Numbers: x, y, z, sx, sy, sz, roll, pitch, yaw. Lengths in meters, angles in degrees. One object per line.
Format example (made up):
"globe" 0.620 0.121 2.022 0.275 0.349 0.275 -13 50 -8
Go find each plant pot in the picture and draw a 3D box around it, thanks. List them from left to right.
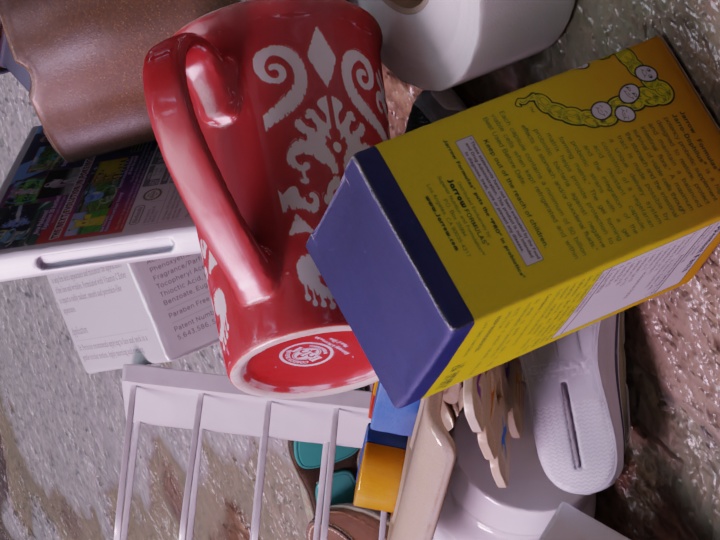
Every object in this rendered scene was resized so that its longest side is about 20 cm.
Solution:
"plant pot" -0.119 -0.170 1.579 0.200 0.197 0.201 -19 -90 -86

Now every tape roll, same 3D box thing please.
"tape roll" 0.041 -0.208 1.440 0.202 0.071 0.203 47 150 38

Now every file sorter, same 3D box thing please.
"file sorter" -0.071 0.148 1.725 0.139 0.199 0.125 104 172 -74

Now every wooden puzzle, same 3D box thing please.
"wooden puzzle" 0.029 0.067 1.516 0.186 0.046 0.201 103 173 -54

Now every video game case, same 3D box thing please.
"video game case" -0.144 -0.055 1.593 0.200 0.181 0.023 -78 -23 -61

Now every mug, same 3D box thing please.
"mug" -0.056 -0.039 1.420 0.133 0.177 0.201 -40 54 51

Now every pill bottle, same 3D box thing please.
"pill bottle" 0.089 0.163 1.615 0.114 0.113 0.200 56 155 25

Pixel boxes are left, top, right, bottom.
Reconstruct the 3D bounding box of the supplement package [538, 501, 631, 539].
"supplement package" 0.125 0.279 1.472 0.151 0.200 0.151 29 146 12

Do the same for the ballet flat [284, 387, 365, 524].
"ballet flat" -0.031 0.135 1.920 0.062 0.067 0.201 -123 24 -47

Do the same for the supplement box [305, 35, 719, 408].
"supplement box" 0.090 -0.027 1.327 0.110 0.199 0.109 61 154 16

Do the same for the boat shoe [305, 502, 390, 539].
"boat shoe" 0.021 0.240 1.850 0.200 0.072 0.076 31 137 40

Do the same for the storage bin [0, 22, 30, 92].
"storage bin" -0.156 -0.166 1.771 0.134 0.200 0.146 52 154 12

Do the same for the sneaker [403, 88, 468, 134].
"sneaker" 0.036 -0.038 1.598 0.078 0.077 0.200 55 152 32

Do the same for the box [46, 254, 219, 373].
"box" -0.105 -0.026 1.762 0.199 0.199 0.131 -11 102 67

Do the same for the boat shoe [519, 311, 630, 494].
"boat shoe" 0.123 0.031 1.482 0.062 0.072 0.201 -38 -56 -70

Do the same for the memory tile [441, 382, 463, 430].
"memory tile" 0.054 0.120 1.778 0.153 0.017 0.200 51 152 35

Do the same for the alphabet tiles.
"alphabet tiles" 0.074 0.018 1.469 0.200 0.015 0.196 63 -153 -59
